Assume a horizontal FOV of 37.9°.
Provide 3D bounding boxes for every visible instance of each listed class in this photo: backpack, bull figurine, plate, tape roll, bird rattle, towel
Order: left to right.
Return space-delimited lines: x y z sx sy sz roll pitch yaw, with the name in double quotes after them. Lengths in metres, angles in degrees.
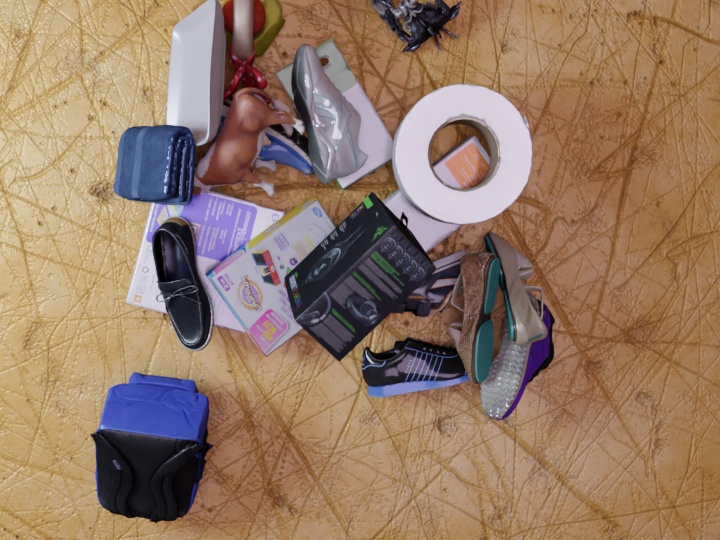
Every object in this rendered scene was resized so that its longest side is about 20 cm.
-0.296 -0.153 1.509 0.048 0.200 0.112 5 93 -34 "towel"
-0.300 0.264 1.551 0.162 0.168 0.201 11 125 -1 "backpack"
-0.233 -0.269 1.501 0.032 0.199 0.201 4 87 -26 "plate"
-0.174 -0.341 1.502 0.112 0.201 0.163 5 134 1 "bird rattle"
-0.167 -0.171 1.503 0.121 0.065 0.200 13 131 -24 "bull figurine"
0.147 -0.167 1.523 0.201 0.071 0.204 0 92 -2 "tape roll"

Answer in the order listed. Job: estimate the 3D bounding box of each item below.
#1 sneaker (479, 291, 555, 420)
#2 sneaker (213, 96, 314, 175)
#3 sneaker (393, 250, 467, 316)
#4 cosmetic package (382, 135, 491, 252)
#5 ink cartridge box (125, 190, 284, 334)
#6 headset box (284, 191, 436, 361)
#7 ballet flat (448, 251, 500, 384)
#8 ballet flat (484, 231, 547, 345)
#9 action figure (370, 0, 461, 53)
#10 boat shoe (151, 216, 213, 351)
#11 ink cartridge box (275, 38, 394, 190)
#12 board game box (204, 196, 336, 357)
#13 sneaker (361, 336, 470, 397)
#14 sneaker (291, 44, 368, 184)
0.254 0.141 1.608 0.099 0.069 0.201 30 75 -41 "sneaker"
-0.159 -0.191 1.579 0.199 0.079 0.089 25 112 -8 "sneaker"
0.082 0.038 1.600 0.199 0.078 0.080 -20 89 -4 "sneaker"
0.118 -0.106 1.596 0.200 0.071 0.102 -38 96 0 "cosmetic package"
-0.234 -0.020 1.592 0.199 0.043 0.199 15 94 -7 "ink cartridge box"
0.000 0.000 1.473 0.200 0.174 0.093 -43 110 8 "headset box"
0.166 0.068 1.566 0.065 0.070 0.201 11 102 28 "ballet flat"
0.237 0.022 1.577 0.069 0.070 0.201 -8 57 -3 "ballet flat"
0.070 -0.402 1.550 0.119 0.200 0.102 -32 57 23 "action figure"
-0.264 0.023 1.532 0.074 0.062 0.201 -6 99 18 "boat shoe"
-0.035 -0.234 1.583 0.104 0.059 0.200 -31 95 -1 "ink cartridge box"
-0.108 0.008 1.574 0.200 0.040 0.153 -36 108 -10 "board game box"
0.100 0.138 1.613 0.199 0.070 0.078 -12 99 -3 "sneaker"
-0.047 -0.232 1.526 0.080 0.070 0.201 -17 98 -17 "sneaker"
